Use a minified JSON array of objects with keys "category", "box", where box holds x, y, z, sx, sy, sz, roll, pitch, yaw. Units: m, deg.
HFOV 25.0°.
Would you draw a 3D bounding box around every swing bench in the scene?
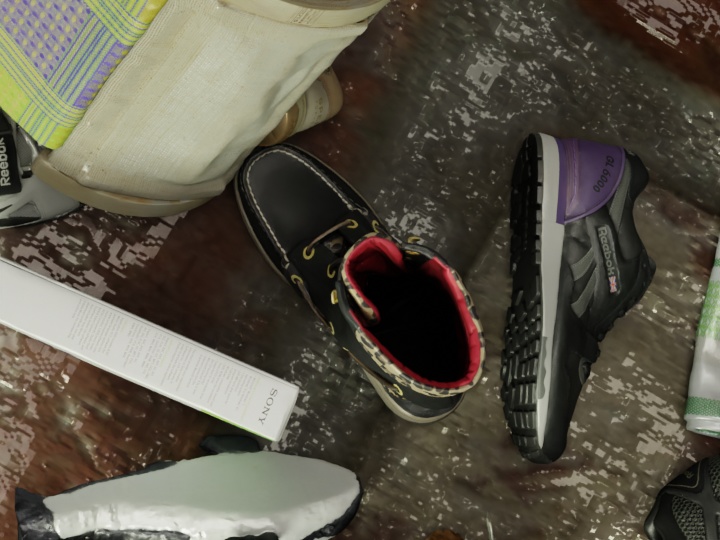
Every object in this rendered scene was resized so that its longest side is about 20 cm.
[{"category":"swing bench","box":[-0.120,-0.152,0.885,0.130,0.199,0.200,-28,78,-46]}]

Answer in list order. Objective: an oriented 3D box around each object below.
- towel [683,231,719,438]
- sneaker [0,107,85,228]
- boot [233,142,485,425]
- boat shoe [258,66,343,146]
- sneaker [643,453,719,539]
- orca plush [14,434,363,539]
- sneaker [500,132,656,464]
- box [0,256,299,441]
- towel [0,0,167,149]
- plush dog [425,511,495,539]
[{"category":"towel","box":[0.291,0.018,1.013,0.149,0.031,0.200,14,83,-4]},{"category":"sneaker","box":[-0.225,-0.059,0.949,0.200,0.089,0.074,-21,85,-9]},{"category":"boot","box":[0.000,0.000,0.929,0.073,0.151,0.200,-33,87,-7]},{"category":"boat shoe","box":[-0.085,-0.166,0.988,0.064,0.071,0.200,-26,80,-42]},{"category":"sneaker","box":[0.229,0.213,0.968,0.114,0.076,0.200,-25,84,-5]},{"category":"orca plush","box":[-0.098,0.158,0.944,0.200,0.105,0.071,-13,126,-29]},{"category":"sneaker","box":[0.138,0.018,0.981,0.087,0.076,0.200,6,84,-10]},{"category":"box","box":[-0.132,0.042,0.917,0.200,0.144,0.036,25,84,-3]},{"category":"towel","box":[-0.157,-0.163,0.810,0.144,0.200,0.023,49,45,5]},{"category":"plush dog","box":[0.005,0.230,0.914,0.172,0.200,0.161,-13,52,-16]}]
